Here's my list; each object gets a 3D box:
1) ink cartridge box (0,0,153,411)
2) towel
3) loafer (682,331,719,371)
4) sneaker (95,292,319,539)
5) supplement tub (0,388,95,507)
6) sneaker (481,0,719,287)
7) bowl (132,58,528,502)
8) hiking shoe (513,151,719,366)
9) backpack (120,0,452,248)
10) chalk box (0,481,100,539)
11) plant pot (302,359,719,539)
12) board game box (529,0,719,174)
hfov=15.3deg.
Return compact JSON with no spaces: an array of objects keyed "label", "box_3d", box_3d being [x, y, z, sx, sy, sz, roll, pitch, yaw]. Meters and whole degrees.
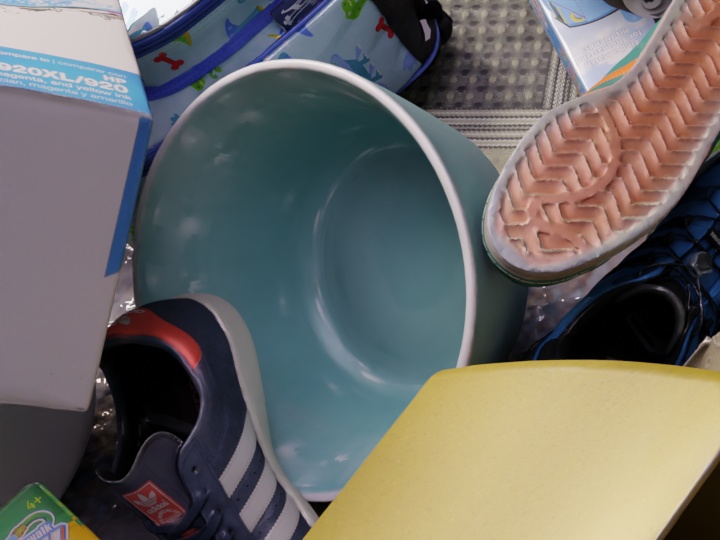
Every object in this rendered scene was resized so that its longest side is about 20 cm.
[{"label":"ink cartridge box","box_3d":[-0.184,-0.054,1.197,0.143,0.148,0.200,8,24,-15]},{"label":"towel","box_3d":[0.104,-0.109,1.383,0.198,0.035,0.194,2,59,18]},{"label":"loafer","box_3d":[0.176,0.056,1.154,0.076,0.200,0.068,40,46,2]},{"label":"sneaker","box_3d":[-0.070,0.109,1.202,0.075,0.084,0.201,-32,75,35]},{"label":"supplement tub","box_3d":[-0.242,0.045,1.312,0.199,0.145,0.145,30,69,34]},{"label":"sneaker","box_3d":[0.121,-0.052,1.216,0.071,0.080,0.200,41,61,9]},{"label":"bowl","box_3d":[0.000,0.000,1.255,0.200,0.105,0.203,5,99,37]},{"label":"hiking shoe","box_3d":[0.149,0.013,1.216,0.074,0.087,0.200,44,81,-1]},{"label":"backpack","box_3d":[-0.087,-0.122,1.370,0.200,0.147,0.183,-45,42,1]},{"label":"chalk box","box_3d":[-0.138,0.190,1.183,0.124,0.124,0.200,-43,53,-14]},{"label":"plant pot","box_3d":[0.080,0.151,1.102,0.176,0.200,0.200,21,64,42]},{"label":"board game box","box_3d":[0.170,-0.131,1.333,0.150,0.037,0.201,-23,57,-1]}]
